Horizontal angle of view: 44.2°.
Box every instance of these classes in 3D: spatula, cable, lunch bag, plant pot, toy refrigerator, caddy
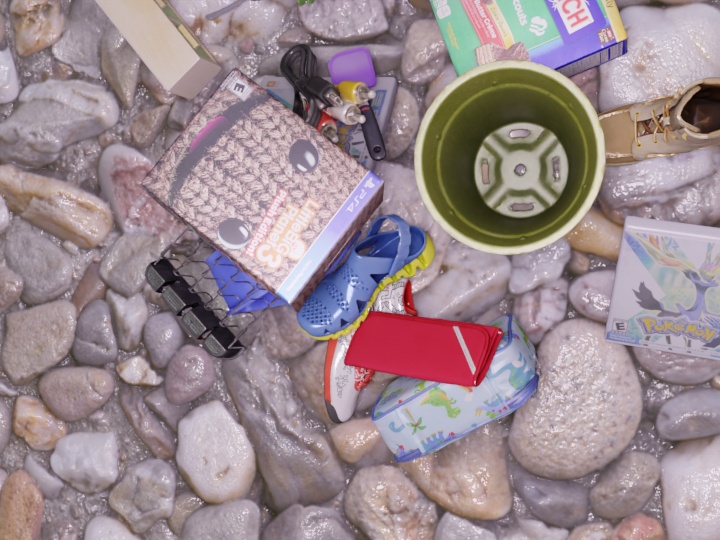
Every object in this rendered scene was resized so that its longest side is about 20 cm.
[{"bbox_3d":[0.002,-0.200,1.062,0.056,0.021,0.201,-13,48,-1],"label":"spatula"},{"bbox_3d":[-0.057,-0.209,1.068,0.097,0.200,0.050,-47,125,3],"label":"cable"},{"bbox_3d":[0.116,0.137,1.054,0.199,0.161,0.083,-32,95,15],"label":"lunch bag"},{"bbox_3d":[0.176,-0.122,1.010,0.198,0.190,0.203,1,93,15],"label":"plant pot"},{"bbox_3d":[-0.277,-0.331,1.183,0.070,0.076,0.201,-40,81,13],"label":"toy refrigerator"},{"bbox_3d":[-0.093,-0.014,1.110,0.199,0.141,0.106,-31,90,14],"label":"caddy"}]

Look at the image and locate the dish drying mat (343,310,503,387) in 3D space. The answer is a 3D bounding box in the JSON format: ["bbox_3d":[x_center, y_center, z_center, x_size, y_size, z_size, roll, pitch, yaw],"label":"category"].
[{"bbox_3d":[0.066,0.086,1.012,0.199,0.018,0.077,5,62,43],"label":"dish drying mat"}]

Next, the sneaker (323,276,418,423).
[{"bbox_3d":[0.016,0.099,1.126,0.107,0.067,0.204,5,91,17],"label":"sneaker"}]

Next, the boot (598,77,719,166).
[{"bbox_3d":[0.336,-0.163,0.983,0.198,0.155,0.074,-5,91,15],"label":"boot"}]

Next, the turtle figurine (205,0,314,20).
[{"bbox_3d":[-0.152,-0.367,1.100,0.200,0.144,0.194,-46,52,-8],"label":"turtle figurine"}]

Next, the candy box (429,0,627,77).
[{"bbox_3d":[0.196,-0.305,1.056,0.198,0.077,0.171,-21,86,14],"label":"candy box"}]

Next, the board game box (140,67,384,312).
[{"bbox_3d":[-0.099,-0.082,0.940,0.199,0.097,0.160,37,84,5],"label":"board game box"}]

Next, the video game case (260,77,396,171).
[{"bbox_3d":[-0.061,-0.168,1.086,0.180,0.022,0.201,3,51,15],"label":"video game case"}]

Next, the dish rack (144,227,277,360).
[{"bbox_3d":[-0.144,-0.009,1.025,0.200,0.055,0.154,-44,85,12],"label":"dish rack"}]

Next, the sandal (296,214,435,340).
[{"bbox_3d":[0.000,0.000,1.064,0.200,0.087,0.079,-43,58,-13],"label":"sandal"}]

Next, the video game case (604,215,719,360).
[{"bbox_3d":[0.385,0.028,0.991,0.198,0.022,0.184,9,134,15],"label":"video game case"}]
